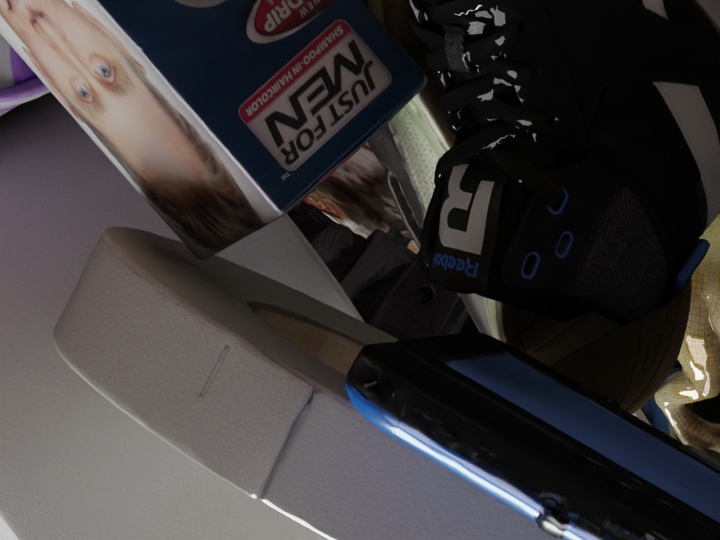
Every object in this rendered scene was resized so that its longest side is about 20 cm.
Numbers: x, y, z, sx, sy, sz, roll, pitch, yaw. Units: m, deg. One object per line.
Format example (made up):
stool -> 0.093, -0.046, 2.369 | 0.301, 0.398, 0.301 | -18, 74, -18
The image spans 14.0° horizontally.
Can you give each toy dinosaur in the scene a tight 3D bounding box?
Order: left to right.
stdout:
toy dinosaur -> 0.118, 0.012, 0.964 | 0.200, 0.058, 0.101 | 11, 142, 37

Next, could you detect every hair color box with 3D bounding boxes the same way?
hair color box -> -0.079, -0.101, 0.821 | 0.200, 0.061, 0.100 | 48, 164, -5

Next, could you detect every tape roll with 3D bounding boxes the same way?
tape roll -> -0.091, 0.043, 1.037 | 0.203, 0.139, 0.203 | 47, 165, 17
tape roll -> 0.007, 0.048, 0.847 | 0.202, 0.037, 0.203 | 28, -174, -3

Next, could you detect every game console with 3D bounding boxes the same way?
game console -> 0.110, 0.023, 0.766 | 0.170, 0.118, 0.200 | 30, -175, 10

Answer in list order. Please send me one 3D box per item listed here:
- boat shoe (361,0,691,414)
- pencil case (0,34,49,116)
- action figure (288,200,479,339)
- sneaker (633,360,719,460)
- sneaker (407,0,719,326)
boat shoe -> 0.045, -0.033, 0.885 | 0.065, 0.073, 0.200 | 39, 158, 47
pencil case -> -0.146, -0.085, 0.975 | 0.086, 0.084, 0.200 | 64, 157, -6
action figure -> 0.000, 0.000, 1.094 | 0.130, 0.069, 0.200 | 30, 174, -29
sneaker -> 0.110, 0.054, 1.069 | 0.200, 0.076, 0.077 | 8, 144, 39
sneaker -> 0.036, -0.055, 0.750 | 0.073, 0.112, 0.200 | 9, 155, 48
